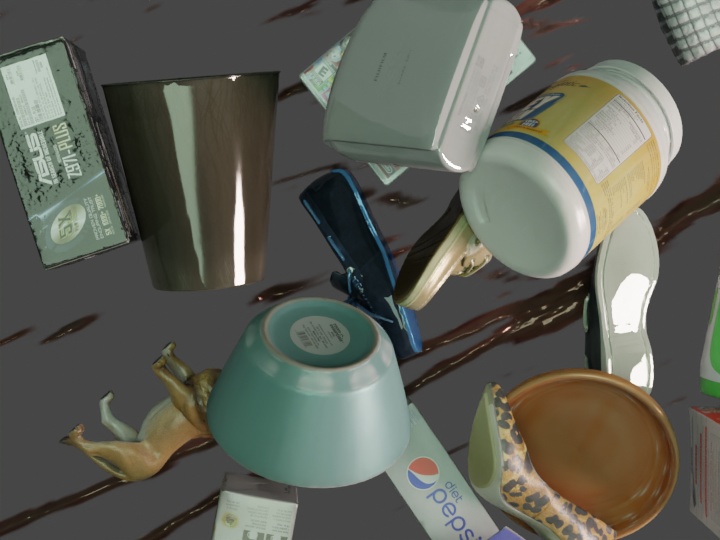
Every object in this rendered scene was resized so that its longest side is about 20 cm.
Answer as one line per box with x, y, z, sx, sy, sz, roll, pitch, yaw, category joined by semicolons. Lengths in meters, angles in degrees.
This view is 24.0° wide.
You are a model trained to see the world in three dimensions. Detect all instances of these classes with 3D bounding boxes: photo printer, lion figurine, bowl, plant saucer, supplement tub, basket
0.049;-0.180;1.605;0.069;0.199;0.168;25;82;-38;photo printer
-0.194;0.156;1.693;0.199;0.073;0.123;-36;101;14;lion figurine
-0.044;0.100;1.599;0.198;0.202;0.106;7;126;-2;bowl
0.217;0.181;1.683;0.198;0.038;0.202;4;117;7;plant saucer
0.204;-0.101;1.616;0.200;0.144;0.145;-39;94;-35;supplement tub
-0.157;-0.087;1.646;0.178;0.136;0.203;-7;97;-24;basket

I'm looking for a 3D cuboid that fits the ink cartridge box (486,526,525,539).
0.124;0.349;1.638;0.197;0.200;0.047;-40;49;14;ink cartridge box

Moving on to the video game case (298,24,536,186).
0.057;-0.204;1.704;0.200;0.018;0.144;-40;93;0;video game case

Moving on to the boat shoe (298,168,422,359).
0.000;0.000;1.690;0.068;0.084;0.202;-25;77;7;boat shoe

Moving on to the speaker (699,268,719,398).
0.396;0.031;1.692;0.087;0.088;0.202;11;92;-2;speaker

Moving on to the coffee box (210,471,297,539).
-0.116;0.312;1.672;0.079;0.114;0.202;10;92;-3;coffee box

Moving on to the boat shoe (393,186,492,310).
0.104;-0.029;1.660;0.065;0.072;0.201;44;58;-14;boat shoe

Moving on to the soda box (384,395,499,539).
0.079;0.227;1.697;0.063;0.068;0.201;-34;93;-3;soda box

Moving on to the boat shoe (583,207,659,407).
0.255;0.036;1.699;0.075;0.060;0.203;4;90;-22;boat shoe

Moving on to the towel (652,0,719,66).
0.375;-0.316;1.679;0.198;0.086;0.167;-24;91;1;towel

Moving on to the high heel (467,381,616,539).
0.181;0.200;1.662;0.141;0.071;0.203;-9;96;-24;high heel

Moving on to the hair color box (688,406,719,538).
0.367;0.197;1.639;0.063;0.200;0.112;-1;92;-1;hair color box

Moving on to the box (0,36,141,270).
-0.283;-0.111;1.624;0.085;0.164;0.202;-18;94;-1;box
